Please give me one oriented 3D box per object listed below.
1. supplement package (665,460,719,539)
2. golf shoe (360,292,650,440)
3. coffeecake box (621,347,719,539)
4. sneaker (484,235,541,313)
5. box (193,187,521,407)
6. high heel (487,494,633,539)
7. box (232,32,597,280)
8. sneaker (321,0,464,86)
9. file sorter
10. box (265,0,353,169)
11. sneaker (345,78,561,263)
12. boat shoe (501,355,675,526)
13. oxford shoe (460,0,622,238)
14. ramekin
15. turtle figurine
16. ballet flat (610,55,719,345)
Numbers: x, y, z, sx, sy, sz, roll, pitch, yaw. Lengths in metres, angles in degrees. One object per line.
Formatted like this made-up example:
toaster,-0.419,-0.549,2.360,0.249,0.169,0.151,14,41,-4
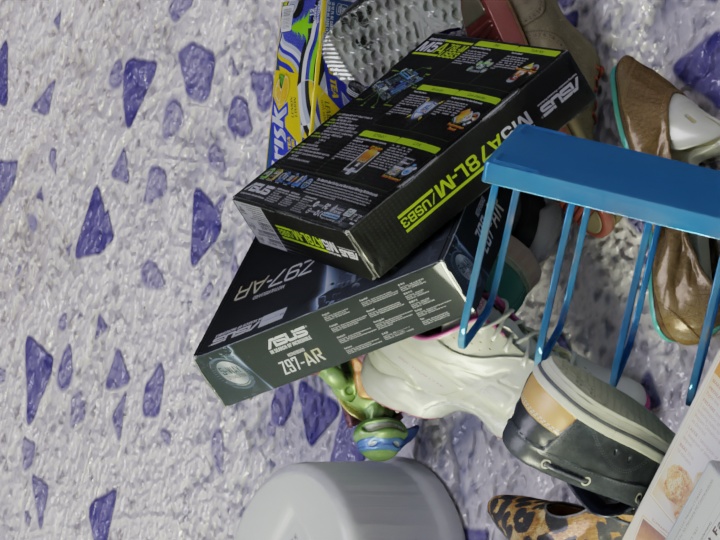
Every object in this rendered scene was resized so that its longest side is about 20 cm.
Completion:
supplement package,0.256,0.203,1.398,0.111,0.199,0.156,54,127,47
golf shoe,0.095,0.061,1.699,0.075,0.199,0.092,-59,-25,-54
coffeecake box,0.254,0.116,1.461,0.073,0.153,0.201,50,125,47
sneaker,0.023,-0.013,1.794,0.199,0.080,0.072,24,146,27
box,0.000,0.000,1.688,0.199,0.044,0.160,-21,24,29
high heel,0.168,0.132,1.653,0.200,0.071,0.143,18,105,40
box,0.031,-0.080,1.693,0.048,0.193,0.200,58,163,-20
sneaker,0.065,-0.212,1.887,0.200,0.070,0.100,-23,20,30
file sorter,0.170,0.002,1.543,0.139,0.199,0.123,-47,-31,-72
box,-0.028,-0.110,2.007,0.064,0.070,0.201,2,85,55
sneaker,0.058,-0.074,1.830,0.076,0.113,0.200,-64,38,26
boat shoe,0.151,0.112,1.497,0.062,0.200,0.075,-50,46,9
oxford shoe,0.142,-0.120,1.757,0.201,0.075,0.070,66,161,11
ramekin,-0.016,0.234,1.894,0.200,0.097,0.201,-17,70,55
turtle figurine,0.015,0.027,1.855,0.143,0.200,0.195,-13,64,19
ballet flat,0.212,-0.052,1.649,0.072,0.068,0.201,-19,66,32
